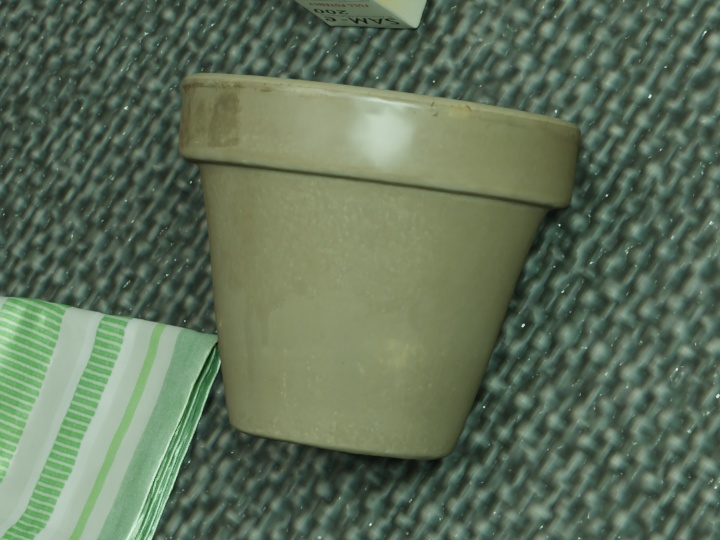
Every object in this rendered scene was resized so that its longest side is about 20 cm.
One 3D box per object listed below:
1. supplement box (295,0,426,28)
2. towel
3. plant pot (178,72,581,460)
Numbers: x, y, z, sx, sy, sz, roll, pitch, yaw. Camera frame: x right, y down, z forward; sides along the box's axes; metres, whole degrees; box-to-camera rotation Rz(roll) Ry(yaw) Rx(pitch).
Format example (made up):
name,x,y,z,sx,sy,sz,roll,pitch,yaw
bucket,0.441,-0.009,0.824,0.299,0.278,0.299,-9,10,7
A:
name,x,y,z,sx,sy,sz,roll,pitch,yaw
supplement box,-0.035,-0.228,1.549,0.073,0.200,0.126,7,73,45
towel,-0.175,0.091,1.620,0.200,0.023,0.153,10,74,42
plant pot,0.000,0.000,1.427,0.200,0.200,0.175,8,90,41
